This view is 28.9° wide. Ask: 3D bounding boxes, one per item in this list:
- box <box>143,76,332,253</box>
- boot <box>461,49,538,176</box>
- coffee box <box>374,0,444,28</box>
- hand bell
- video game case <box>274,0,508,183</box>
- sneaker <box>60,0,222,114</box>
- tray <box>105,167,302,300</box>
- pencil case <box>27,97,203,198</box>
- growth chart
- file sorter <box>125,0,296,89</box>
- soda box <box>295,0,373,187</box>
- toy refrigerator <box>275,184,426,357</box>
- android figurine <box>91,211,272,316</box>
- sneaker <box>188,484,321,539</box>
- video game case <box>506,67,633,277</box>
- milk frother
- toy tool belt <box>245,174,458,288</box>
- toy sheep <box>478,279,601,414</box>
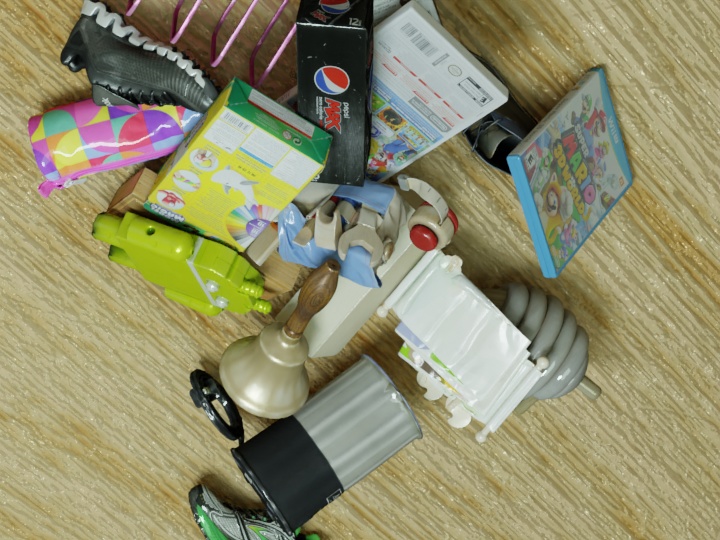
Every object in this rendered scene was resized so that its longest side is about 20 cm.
[{"bbox_3d":[-0.126,-0.093,1.378,0.117,0.049,0.200,30,137,-18],"label":"box"},{"bbox_3d":[0.130,-0.169,1.473,0.199,0.097,0.075,36,107,-19],"label":"boot"},{"bbox_3d":[0.011,-0.325,1.383,0.079,0.115,0.201,-21,114,5],"label":"coffee box"},{"bbox_3d":[-0.065,0.056,1.436,0.103,0.105,0.200,19,137,-14],"label":"hand bell"},{"bbox_3d":[0.028,-0.170,1.398,0.199,0.018,0.143,-31,124,35],"label":"video game case"},{"bbox_3d":[-0.221,-0.190,1.391,0.199,0.066,0.091,34,84,19],"label":"sneaker"},{"bbox_3d":[-0.169,-0.033,1.502,0.199,0.098,0.037,33,67,-18],"label":"tray"},{"bbox_3d":[-0.246,-0.144,1.452,0.198,0.089,0.089,-18,115,3],"label":"pencil case"},{"bbox_3d":[0.108,0.079,1.530,0.145,0.018,0.200,-44,83,24],"label":"growth chart"},{"bbox_3d":[-0.153,-0.287,1.367,0.199,0.139,0.126,30,109,-18],"label":"file sorter"},{"bbox_3d":[-0.024,-0.175,1.341,0.070,0.064,0.201,6,138,4],"label":"soda box"},{"bbox_3d":[0.000,0.000,1.538,0.070,0.076,0.200,45,106,16],"label":"toy refrigerator"},{"bbox_3d":[-0.186,-0.003,1.481,0.199,0.182,0.041,21,71,14],"label":"android figurine"},{"bbox_3d":[-0.126,0.308,1.681,0.200,0.078,0.085,38,99,-29],"label":"sneaker"},{"bbox_3d":[0.226,-0.106,1.477,0.018,0.200,0.144,0,122,39],"label":"video game case"},{"bbox_3d":[-0.068,0.157,1.569,0.187,0.180,0.201,-35,100,-12],"label":"milk frother"},{"bbox_3d":[-0.011,-0.030,1.427,0.199,0.123,0.125,16,144,29],"label":"toy tool belt"},{"bbox_3d":[0.190,0.087,1.580,0.199,0.138,0.138,32,107,-13],"label":"toy sheep"}]
